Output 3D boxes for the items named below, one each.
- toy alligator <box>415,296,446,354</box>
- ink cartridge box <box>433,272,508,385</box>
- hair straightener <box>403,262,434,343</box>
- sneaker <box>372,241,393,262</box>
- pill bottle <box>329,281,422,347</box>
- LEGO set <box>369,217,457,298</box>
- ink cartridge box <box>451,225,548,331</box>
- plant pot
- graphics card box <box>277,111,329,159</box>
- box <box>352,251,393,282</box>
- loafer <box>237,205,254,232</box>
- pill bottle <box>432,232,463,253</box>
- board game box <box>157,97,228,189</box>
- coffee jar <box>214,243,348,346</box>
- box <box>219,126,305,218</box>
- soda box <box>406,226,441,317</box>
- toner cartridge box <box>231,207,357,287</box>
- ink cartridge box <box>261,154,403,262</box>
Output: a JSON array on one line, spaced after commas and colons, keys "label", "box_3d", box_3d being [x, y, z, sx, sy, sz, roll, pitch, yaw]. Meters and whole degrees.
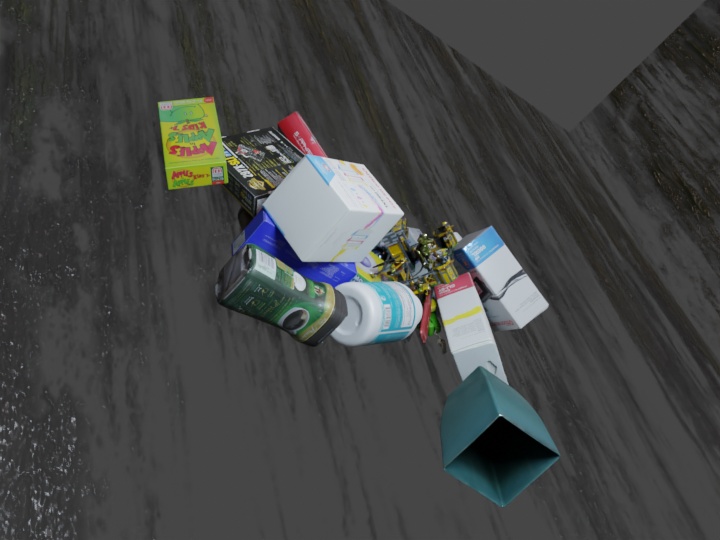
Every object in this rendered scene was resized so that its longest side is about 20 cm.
[{"label": "toy alligator", "box_3d": [0.125, 0.092, 1.793, 0.054, 0.059, 0.200, -6, 41, -4]}, {"label": "ink cartridge box", "box_3d": [0.213, 0.127, 1.766, 0.200, 0.083, 0.145, -100, 169, -52]}, {"label": "hair straightener", "box_3d": [0.101, 0.058, 1.764, 0.041, 0.077, 0.200, 66, 28, -44]}, {"label": "sneaker", "box_3d": [0.022, -0.061, 1.840, 0.200, 0.078, 0.090, 21, 38, -39]}, {"label": "pill bottle", "box_3d": [0.031, 0.075, 1.603, 0.200, 0.111, 0.111, 1, 49, -57]}, {"label": "LEGO set", "box_3d": [0.107, -0.047, 1.745, 0.116, 0.154, 0.200, 60, 27, -24]}, {"label": "ink cartridge box", "box_3d": [0.269, 0.021, 1.842, 0.200, 0.084, 0.145, 53, -14, -3]}, {"label": "plant pot", "box_3d": [0.226, 0.268, 1.575, 0.141, 0.141, 0.200, 35, 21, -20]}, {"label": "graphics card box", "box_3d": [-0.110, -0.222, 1.783, 0.126, 0.051, 0.200, 56, -6, 4]}, {"label": "box", "box_3d": [0.000, 0.000, 1.747, 0.200, 0.048, 0.117, 39, 25, -16]}, {"label": "loafer", "box_3d": [-0.130, -0.044, 1.601, 0.200, 0.073, 0.071, 25, 33, -16]}, {"label": "pill bottle", "box_3d": [0.243, 0.016, 2.013, 0.200, 0.112, 0.112, 53, 26, 18]}, {"label": "board game box", "box_3d": [-0.294, -0.225, 1.584, 0.102, 0.048, 0.200, -7, 44, -11]}, {"label": "coffee jar", "box_3d": [-0.120, 0.043, 1.431, 0.200, 0.104, 0.085, 30, 31, -30]}, {"label": "box", "box_3d": [-0.174, -0.180, 1.628, 0.160, 0.049, 0.200, -20, 46, -33]}, {"label": "soda box", "box_3d": [0.139, 0.004, 1.923, 0.063, 0.068, 0.200, 6, 45, -56]}, {"label": "toner cartridge box", "box_3d": [-0.112, -0.019, 1.551, 0.200, 0.095, 0.043, 31, 28, -29]}, {"label": "ink cartridge box", "box_3d": [-0.037, -0.100, 1.529, 0.129, 0.125, 0.200, 52, 26, 20]}]
